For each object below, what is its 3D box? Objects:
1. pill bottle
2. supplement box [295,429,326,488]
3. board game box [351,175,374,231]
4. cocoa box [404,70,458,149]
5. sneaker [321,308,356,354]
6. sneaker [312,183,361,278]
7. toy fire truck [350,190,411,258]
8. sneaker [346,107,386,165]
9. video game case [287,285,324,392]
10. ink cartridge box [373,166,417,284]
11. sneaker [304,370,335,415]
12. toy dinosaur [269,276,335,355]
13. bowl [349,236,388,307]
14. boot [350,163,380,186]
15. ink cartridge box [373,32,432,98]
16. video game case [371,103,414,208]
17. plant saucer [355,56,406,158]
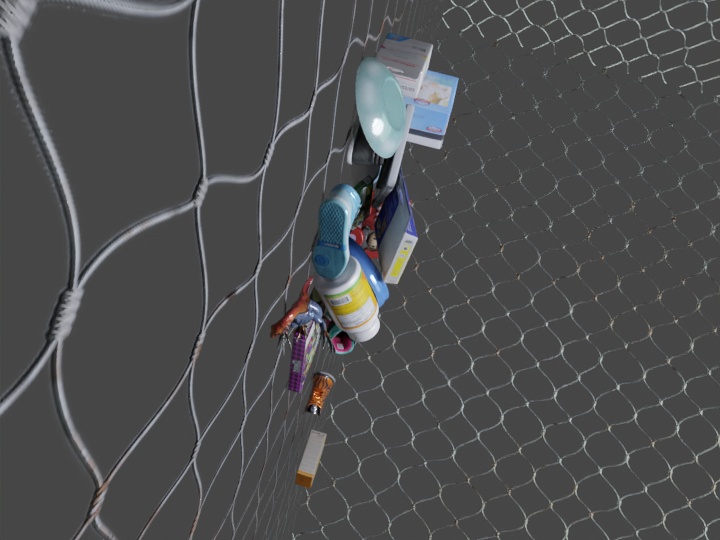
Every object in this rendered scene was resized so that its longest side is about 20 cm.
[{"bbox_3d":[-0.023,0.070,1.224,0.201,0.110,0.112,65,33,-41],"label":"pill bottle"},{"bbox_3d":[-0.211,0.807,2.293,0.127,0.073,0.201,102,5,-48],"label":"supplement box"},{"bbox_3d":[-0.015,-0.150,1.308,0.105,0.023,0.200,-38,167,-13],"label":"board game box"},{"bbox_3d":[0.131,-0.420,1.355,0.132,0.198,0.134,98,8,-62],"label":"cocoa box"},{"bbox_3d":[-0.063,0.168,1.399,0.200,0.083,0.122,116,-34,-52],"label":"sneaker"},{"bbox_3d":[-0.044,-0.088,1.120,0.131,0.079,0.201,-67,173,-51],"label":"sneaker"},{"bbox_3d":[0.041,-0.123,1.497,0.112,0.167,0.202,-58,163,-75],"label":"toy fire truck"},{"bbox_3d":[0.039,-0.325,1.181,0.071,0.098,0.202,-47,152,-77],"label":"sneaker"},{"bbox_3d":[-0.123,0.157,1.261,0.182,0.036,0.201,-70,174,-47],"label":"video game case"},{"bbox_3d":[0.086,-0.109,1.224,0.199,0.047,0.201,-96,-158,-44],"label":"ink cartridge box"},{"bbox_3d":[-0.138,0.421,1.793,0.201,0.077,0.113,100,6,-53],"label":"sneaker"},{"bbox_3d":[-0.123,0.082,0.984,0.182,0.104,0.201,64,3,-65],"label":"toy dinosaur"},{"bbox_3d":[0.000,0.000,1.312,0.039,0.201,0.201,-35,166,-11],"label":"bowl"},{"bbox_3d":[0.017,-0.244,1.366,0.201,0.072,0.091,-71,169,-48],"label":"boot"},{"bbox_3d":[0.092,-0.468,1.239,0.068,0.114,0.201,101,7,-46],"label":"ink cartridge box"},{"bbox_3d":[0.074,-0.264,1.268,0.182,0.023,0.202,137,-32,-77],"label":"video game case"},{"bbox_3d":[0.054,-0.334,1.088,0.201,0.038,0.203,12,77,-61],"label":"plant saucer"}]
